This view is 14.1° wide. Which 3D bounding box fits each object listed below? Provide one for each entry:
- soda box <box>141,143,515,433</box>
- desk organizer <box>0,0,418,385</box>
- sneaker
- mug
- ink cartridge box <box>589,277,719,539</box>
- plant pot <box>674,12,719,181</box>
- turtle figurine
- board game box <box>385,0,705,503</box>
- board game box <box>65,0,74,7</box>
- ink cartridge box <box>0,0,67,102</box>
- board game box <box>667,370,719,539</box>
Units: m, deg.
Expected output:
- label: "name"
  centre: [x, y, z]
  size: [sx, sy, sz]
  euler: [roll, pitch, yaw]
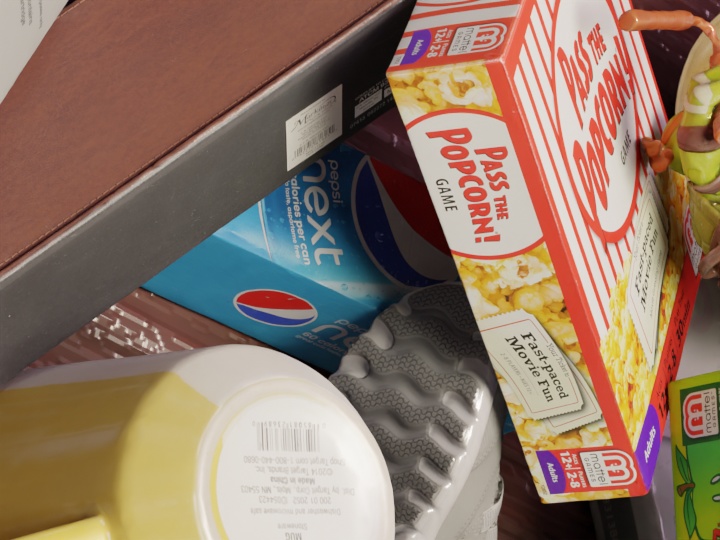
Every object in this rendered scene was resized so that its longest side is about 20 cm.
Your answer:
- label: "soda box"
  centre: [0.000, 0.000, 1.166]
  size: [0.199, 0.068, 0.064]
  euler: [25, 61, -31]
- label: "desk organizer"
  centre: [-0.078, -0.056, 1.057]
  size: [0.200, 0.072, 0.077]
  euler: [-36, 68, -16]
- label: "sneaker"
  centre: [0.022, 0.101, 1.133]
  size: [0.082, 0.075, 0.201]
  euler: [6, 102, -52]
- label: "mug"
  centre: [-0.075, 0.105, 1.017]
  size: [0.150, 0.153, 0.187]
  euler: [50, 52, -16]
- label: "ink cartridge box"
  centre: [0.178, 0.058, 1.307]
  size: [0.199, 0.057, 0.163]
  euler: [-5, 79, -35]
- label: "plant pot"
  centre: [0.223, -0.037, 1.245]
  size: [0.199, 0.028, 0.201]
  euler: [9, 59, -14]
- label: "turtle figurine"
  centre: [0.156, -0.015, 1.094]
  size: [0.161, 0.064, 0.200]
  euler: [50, 4, 30]
- label: "board game box"
  centre: [0.075, -0.038, 1.096]
  size: [0.152, 0.046, 0.201]
  euler: [-70, 146, -48]
- label: "board game box"
  centre: [-0.051, -0.147, 1.198]
  size: [0.199, 0.032, 0.121]
  euler: [10, 66, -36]
- label: "ink cartridge box"
  centre: [-0.158, -0.161, 1.037]
  size: [0.145, 0.084, 0.200]
  euler: [20, 56, 11]
- label: "board game box"
  centre: [0.174, 0.141, 1.109]
  size: [0.101, 0.048, 0.201]
  euler: [5, 77, -34]
